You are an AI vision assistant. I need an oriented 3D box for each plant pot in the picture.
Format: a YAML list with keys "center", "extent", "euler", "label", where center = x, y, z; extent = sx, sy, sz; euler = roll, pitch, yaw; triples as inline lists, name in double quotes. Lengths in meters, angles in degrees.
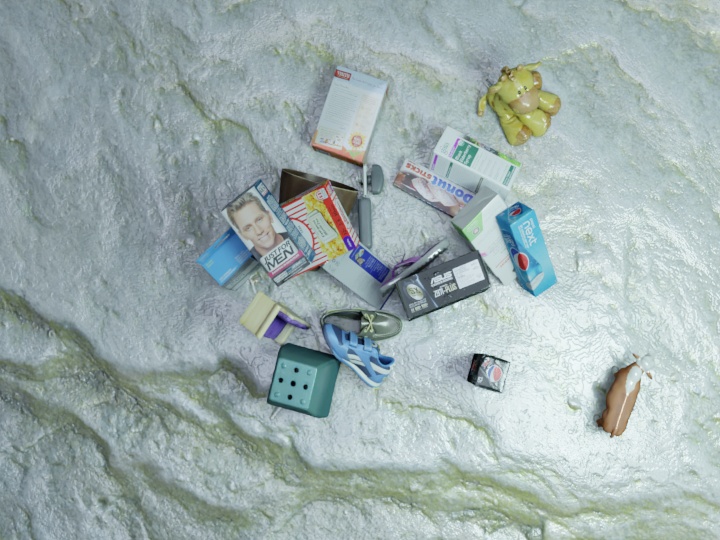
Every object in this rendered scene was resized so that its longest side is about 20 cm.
- center: [-0.134, 0.245, 1.659]
  extent: [0.137, 0.200, 0.145]
  euler: [14, 85, 7]
  label: "plant pot"
- center: [-0.115, -0.109, 1.720]
  extent: [0.182, 0.187, 0.206]
  euler: [16, 100, 6]
  label: "plant pot"

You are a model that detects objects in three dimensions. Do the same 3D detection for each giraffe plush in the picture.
- center: [0.360, -0.402, 1.702]
  extent: [0.198, 0.162, 0.175]
  euler: [34, 88, 7]
  label: "giraffe plush"

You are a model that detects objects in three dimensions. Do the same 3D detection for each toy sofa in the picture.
- center: [-0.188, 0.119, 1.677]
  extent: [0.097, 0.200, 0.084]
  euler: [36, 87, 12]
  label: "toy sofa"

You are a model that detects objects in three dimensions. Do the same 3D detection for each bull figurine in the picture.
- center: [0.575, 0.266, 1.637]
  extent: [0.064, 0.121, 0.204]
  euler: [26, 87, 6]
  label: "bull figurine"

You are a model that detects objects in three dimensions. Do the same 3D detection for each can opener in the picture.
- center: [0.020, -0.152, 1.761]
  extent: [0.064, 0.053, 0.207]
  euler: [2, 84, 4]
  label: "can opener"

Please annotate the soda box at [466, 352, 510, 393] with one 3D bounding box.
- center: [0.276, 0.221, 1.627]
  extent: [0.062, 0.200, 0.073]
  euler: [17, 86, 4]
  label: "soda box"

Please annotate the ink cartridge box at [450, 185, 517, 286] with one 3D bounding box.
- center: [0.305, -0.074, 1.695]
  extent: [0.117, 0.067, 0.201]
  euler: [-43, 120, -2]
  label: "ink cartridge box"

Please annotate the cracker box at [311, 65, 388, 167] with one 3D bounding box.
- center: [-0.023, -0.367, 1.784]
  extent: [0.131, 0.058, 0.205]
  euler: [19, 87, 6]
  label: "cracker box"

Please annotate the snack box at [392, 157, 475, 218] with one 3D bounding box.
- center: [0.177, -0.188, 1.765]
  extent: [0.196, 0.024, 0.073]
  euler: [29, 86, 7]
  label: "snack box"

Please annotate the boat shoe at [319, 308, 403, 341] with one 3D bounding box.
- center: [0.002, 0.125, 1.730]
  extent: [0.195, 0.060, 0.074]
  euler: [3, 85, 5]
  label: "boat shoe"

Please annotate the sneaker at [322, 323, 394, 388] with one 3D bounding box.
- center: [-0.005, 0.177, 1.688]
  extent: [0.082, 0.075, 0.199]
  euler: [-41, 113, 18]
  label: "sneaker"

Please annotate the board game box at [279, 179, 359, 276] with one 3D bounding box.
- center: [-0.121, -0.083, 1.622]
  extent: [0.196, 0.047, 0.154]
  euler: [-24, 106, 18]
  label: "board game box"

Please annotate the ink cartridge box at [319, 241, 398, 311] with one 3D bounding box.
- center: [0.000, 0.000, 1.722]
  extent: [0.199, 0.039, 0.100]
  euler: [39, 85, -31]
  label: "ink cartridge box"

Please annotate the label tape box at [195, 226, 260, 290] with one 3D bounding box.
- center: [-0.277, -0.032, 1.699]
  extent: [0.144, 0.200, 0.063]
  euler: [-44, 81, -1]
  label: "label tape box"

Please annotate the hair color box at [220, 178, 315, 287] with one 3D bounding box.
- center: [-0.193, -0.077, 1.576]
  extent: [0.099, 0.061, 0.202]
  euler: [-32, 104, 19]
  label: "hair color box"

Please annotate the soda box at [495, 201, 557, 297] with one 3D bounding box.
- center: [0.370, -0.046, 1.658]
  extent: [0.067, 0.064, 0.203]
  euler: [-31, 119, -8]
  label: "soda box"

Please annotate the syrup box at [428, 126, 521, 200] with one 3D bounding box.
- center: [0.262, -0.241, 1.728]
  extent: [0.196, 0.082, 0.080]
  euler: [29, 68, 6]
  label: "syrup box"

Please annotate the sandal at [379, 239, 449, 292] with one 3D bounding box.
- center: [0.117, -0.017, 1.726]
  extent: [0.200, 0.083, 0.050]
  euler: [-34, 81, -15]
  label: "sandal"

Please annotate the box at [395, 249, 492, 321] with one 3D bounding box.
- center: [0.183, 0.037, 1.672]
  extent: [0.195, 0.164, 0.088]
  euler: [-22, 83, 3]
  label: "box"
